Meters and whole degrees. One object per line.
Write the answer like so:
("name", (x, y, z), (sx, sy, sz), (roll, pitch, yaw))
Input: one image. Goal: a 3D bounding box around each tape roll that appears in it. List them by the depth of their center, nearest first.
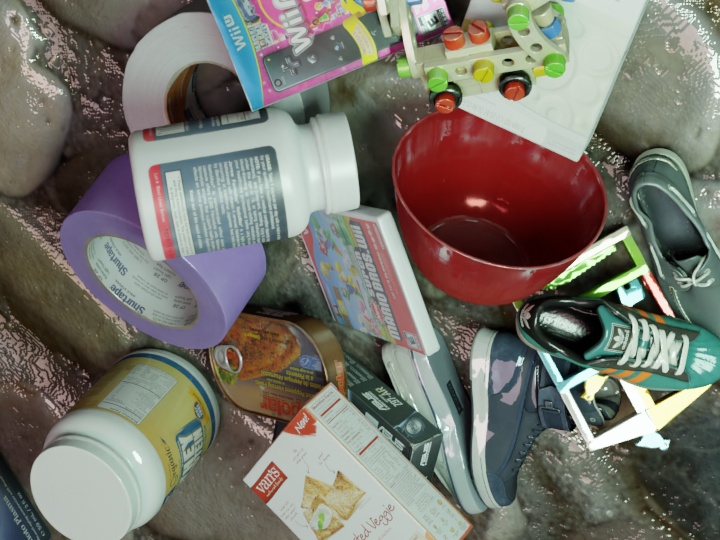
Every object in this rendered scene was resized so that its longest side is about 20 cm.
("tape roll", (-0.133, -0.165, 1.421), (0.198, 0.066, 0.203), (9, 118, 18))
("tape roll", (-0.200, -0.017, 1.467), (0.198, 0.085, 0.201), (24, 148, 16))

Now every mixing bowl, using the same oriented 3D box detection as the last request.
("mixing bowl", (0.114, -0.044, 1.315), (0.198, 0.201, 0.109), (26, 138, 9))

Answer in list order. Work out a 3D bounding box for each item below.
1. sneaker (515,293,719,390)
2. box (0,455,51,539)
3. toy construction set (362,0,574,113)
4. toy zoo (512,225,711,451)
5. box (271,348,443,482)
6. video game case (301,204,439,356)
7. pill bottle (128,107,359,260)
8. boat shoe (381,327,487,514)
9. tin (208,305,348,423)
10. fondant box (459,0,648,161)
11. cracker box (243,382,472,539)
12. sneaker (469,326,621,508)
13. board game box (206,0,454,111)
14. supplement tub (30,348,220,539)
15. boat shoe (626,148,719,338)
("sneaker", (0.237, 0.067, 1.302), (0.197, 0.080, 0.072), (12, 90, 3))
("box", (-0.509, 0.311, 1.743), (0.122, 0.199, 0.201), (-21, 106, 30))
("toy construction set", (0.095, -0.204, 1.213), (0.198, 0.093, 0.132), (5, 146, 24))
("toy zoo", (0.239, 0.077, 1.355), (0.130, 0.020, 0.202), (-29, 91, 4))
("box", (-0.009, 0.183, 1.505), (0.200, 0.043, 0.162), (38, 130, 36))
("video game case", (0.000, 0.000, 1.404), (0.199, 0.017, 0.144), (17, 131, 62))
("pill bottle", (-0.105, -0.083, 1.320), (0.197, 0.120, 0.121), (-10, 114, -5))
("boat shoe", (0.067, 0.162, 1.495), (0.085, 0.075, 0.204), (-15, 106, 28))
("tin", (-0.087, 0.098, 1.504), (0.199, 0.042, 0.114), (9, 105, 48))
("fondant box", (0.167, -0.218, 1.271), (0.143, 0.058, 0.202), (25, 121, 10))
("cracker box", (-0.006, 0.228, 1.420), (0.200, 0.058, 0.134), (45, 128, 7))
("sneaker", (0.185, 0.160, 1.443), (0.144, 0.077, 0.205), (6, 119, 19))
("board game box", (-0.032, -0.250, 1.294), (0.198, 0.064, 0.149), (-21, 105, 7))
("supplement tub", (-0.254, 0.191, 1.571), (0.143, 0.200, 0.146), (10, 119, 18))
("boat shoe", (0.293, -0.010, 1.318), (0.072, 0.062, 0.202), (-16, 108, 27))
